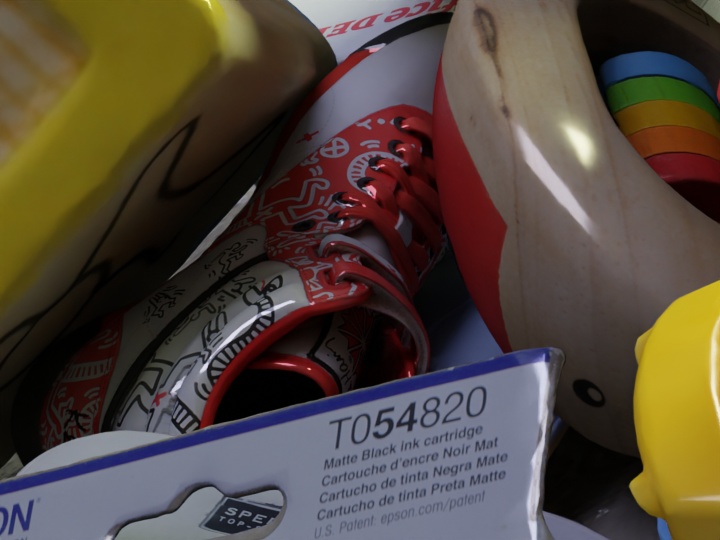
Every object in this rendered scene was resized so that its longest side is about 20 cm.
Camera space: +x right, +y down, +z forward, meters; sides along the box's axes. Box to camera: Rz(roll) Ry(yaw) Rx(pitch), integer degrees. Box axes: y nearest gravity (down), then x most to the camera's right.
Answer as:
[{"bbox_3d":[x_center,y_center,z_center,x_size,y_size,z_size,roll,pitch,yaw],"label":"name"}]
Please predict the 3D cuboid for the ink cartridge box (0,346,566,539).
[{"bbox_3d":[-0.040,0.127,0.656,0.199,0.041,0.200,-15,48,33],"label":"ink cartridge box"}]

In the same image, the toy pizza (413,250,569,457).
[{"bbox_3d":[-0.015,0.060,0.870,0.200,0.032,0.200,-25,21,10],"label":"toy pizza"}]

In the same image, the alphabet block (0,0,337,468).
[{"bbox_3d":[-0.146,-0.058,0.875,0.195,0.196,0.200,-50,-5,6],"label":"alphabet block"}]

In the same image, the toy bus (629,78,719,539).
[{"bbox_3d":[0.114,0.035,0.529,0.200,0.192,0.136,-36,20,22],"label":"toy bus"}]

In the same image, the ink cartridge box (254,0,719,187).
[{"bbox_3d":[0.061,-0.093,1.040,0.145,0.083,0.200,-10,29,39],"label":"ink cartridge box"}]

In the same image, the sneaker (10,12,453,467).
[{"bbox_3d":[0.000,0.001,0.851,0.201,0.067,0.108,-43,25,-23],"label":"sneaker"}]

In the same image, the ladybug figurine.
[{"bbox_3d":[0.074,-0.017,0.814,0.072,0.136,0.200,-53,21,26],"label":"ladybug figurine"}]

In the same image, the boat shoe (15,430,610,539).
[{"bbox_3d":[-0.001,0.096,0.728,0.200,0.066,0.072,10,36,27],"label":"boat shoe"}]
